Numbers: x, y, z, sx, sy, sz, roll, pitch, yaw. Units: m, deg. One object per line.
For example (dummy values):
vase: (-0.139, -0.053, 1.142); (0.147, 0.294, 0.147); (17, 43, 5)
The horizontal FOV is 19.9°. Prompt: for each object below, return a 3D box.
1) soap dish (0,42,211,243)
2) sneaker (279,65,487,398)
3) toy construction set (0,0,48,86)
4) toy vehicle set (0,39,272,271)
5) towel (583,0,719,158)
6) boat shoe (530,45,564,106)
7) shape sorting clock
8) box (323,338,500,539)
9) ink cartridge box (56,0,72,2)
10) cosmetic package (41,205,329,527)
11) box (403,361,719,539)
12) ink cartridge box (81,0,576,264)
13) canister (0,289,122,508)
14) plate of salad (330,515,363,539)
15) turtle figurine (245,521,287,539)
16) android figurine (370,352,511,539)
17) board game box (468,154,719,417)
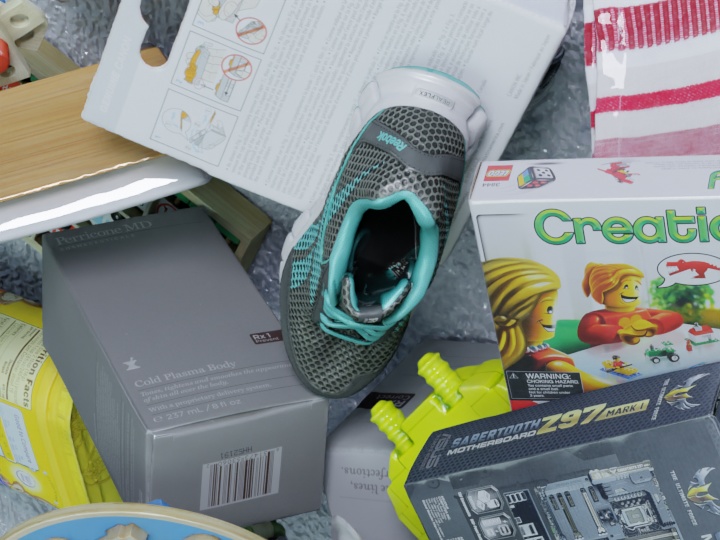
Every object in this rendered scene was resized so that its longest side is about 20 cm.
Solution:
soap dish: (-0.178, -0.064, 1.126); (0.198, 0.157, 0.082); (-16, 95, -2)
sneaker: (0.000, 0.000, 0.982); (0.077, 0.092, 0.201); (15, 132, -3)
toy construction set: (-0.241, -0.194, 1.126); (0.132, 0.091, 0.201); (93, 154, -54)
toy vehicle set: (-0.157, -0.044, 1.264); (0.199, 0.026, 0.125); (38, 132, 10)
towel: (0.161, -0.128, 0.916); (0.143, 0.023, 0.202); (-11, 76, 37)
boat shoe: (0.069, -0.111, 1.039); (0.067, 0.072, 0.202); (24, 121, 23)
shape sorting clock: (-0.106, 0.188, 1.083); (0.198, 0.039, 0.201); (8, 140, 6)
box: (0.107, 0.156, 1.130); (0.197, 0.131, 0.202); (1, 118, 34)
ink cartridge box: (-0.117, -0.223, 1.045); (0.199, 0.084, 0.147); (3, 121, 57)
cosmetic package: (-0.102, 0.054, 1.135); (0.200, 0.106, 0.091); (-127, 33, -46)
box: (0.131, 0.151, 0.939); (0.157, 0.051, 0.201); (-16, 111, 30)
ink cartridge box: (-0.018, -0.104, 0.990); (0.198, 0.050, 0.163); (23, 129, -5)
canister: (-0.233, 0.078, 1.344); (0.199, 0.087, 0.149); (19, 139, 27)
plate of salad: (0.035, 0.215, 1.050); (0.200, 0.048, 0.202); (158, 90, -79)
turtle figurine: (-0.080, 0.196, 1.258); (0.198, 0.195, 0.145); (-5, 131, 13)
android figurine: (0.090, 0.124, 1.010); (0.200, 0.041, 0.182); (46, 132, 1)
board game box: (0.154, 0.009, 0.891); (0.198, 0.035, 0.127); (-1, 128, 18)
